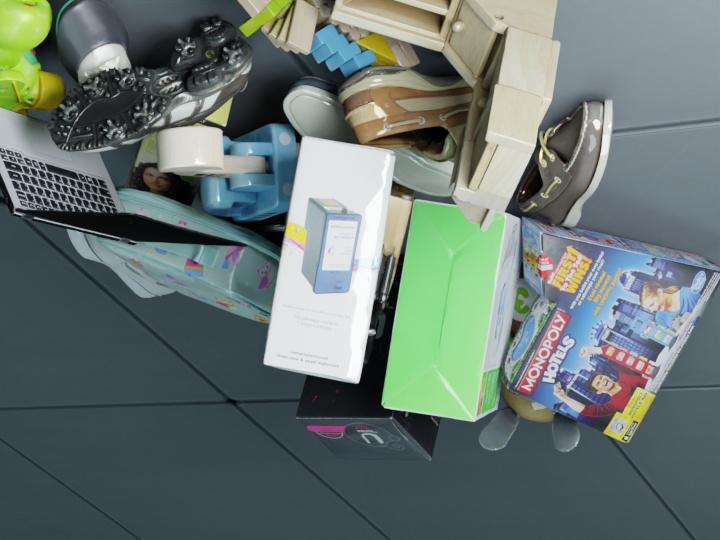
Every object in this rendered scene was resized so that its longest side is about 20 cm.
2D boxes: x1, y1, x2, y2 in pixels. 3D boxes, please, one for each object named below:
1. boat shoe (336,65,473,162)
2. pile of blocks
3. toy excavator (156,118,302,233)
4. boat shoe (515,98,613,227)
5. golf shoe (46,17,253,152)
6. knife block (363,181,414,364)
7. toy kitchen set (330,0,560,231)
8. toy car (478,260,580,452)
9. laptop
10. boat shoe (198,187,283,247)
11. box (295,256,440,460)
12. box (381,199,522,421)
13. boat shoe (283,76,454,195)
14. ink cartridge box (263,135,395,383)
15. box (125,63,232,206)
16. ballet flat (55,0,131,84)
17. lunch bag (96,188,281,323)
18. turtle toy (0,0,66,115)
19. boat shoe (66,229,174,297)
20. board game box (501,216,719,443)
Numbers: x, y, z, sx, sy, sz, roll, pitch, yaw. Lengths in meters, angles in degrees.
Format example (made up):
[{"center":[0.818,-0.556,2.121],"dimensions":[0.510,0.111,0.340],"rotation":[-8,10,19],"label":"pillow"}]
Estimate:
[{"center":[0.070,-0.130,1.539],"dimensions":[0.200,0.074,0.076],"rotation":[1,160,-30],"label":"boat shoe"},{"center":[-0.047,-0.206,1.505],"dimensions":[0.200,0.082,0.062],"rotation":[28,149,-25],"label":"pile of blocks"},{"center":[-0.118,-0.093,1.615],"dimensions":[0.200,0.100,0.194],"rotation":[-2,174,-28],"label":"toy excavator"},{"center":[0.188,-0.100,1.604],"dimensions":[0.059,0.072,0.200],"rotation":[11,158,-1],"label":"boat shoe"},{"center":[-0.186,-0.150,1.598],"dimensions":[0.200,0.078,0.095],"rotation":[-24,159,-4],"label":"golf shoe"},{"center":[0.000,0.000,1.688],"dimensions":[0.064,0.176,0.200],"rotation":[16,-169,-1],"label":"knife block"},{"center":[0.050,-0.140,1.422],"dimensions":[0.180,0.200,0.163],"rotation":[16,139,-4],"label":"toy kitchen set"},{"center":[0.186,0.096,1.822],"dimensions":[0.164,0.200,0.158],"rotation":[-3,148,29],"label":"toy car"},{"center":[-0.233,-0.089,1.609],"dimensions":[0.116,0.200,0.187],"rotation":[-34,158,20],"label":"laptop"},{"center":[-0.074,-0.048,1.821],"dimensions":[0.200,0.075,0.062],"rotation":[36,157,-20],"label":"boat shoe"},{"center":[0.025,0.095,1.895],"dimensions":[0.122,0.200,0.106],"rotation":[-3,148,29],"label":"box"},{"center":[0.093,0.038,1.698],"dimensions":[0.097,0.200,0.176],"rotation":[9,180,13],"label":"box"},{"center":[0.019,-0.135,1.606],"dimensions":[0.200,0.062,0.075],"rotation":[23,150,-24],"label":"boat shoe"},{"center":[-0.027,-0.009,1.522],"dimensions":[0.087,0.200,0.145],"rotation":[11,179,-2],"label":"ink cartridge box"},{"center":[-0.183,-0.128,1.746],"dimensions":[0.075,0.050,0.200],"rotation":[18,151,-8],"label":"box"},{"center":[-0.239,-0.182,1.646],"dimensions":[0.073,0.073,0.200],"rotation":[12,155,5],"label":"ballet flat"},{"center":[-0.156,-0.016,1.753],"dimensions":[0.200,0.077,0.160],"rotation":[19,170,27],"label":"lunch bag"},{"center":[-0.354,-0.199,1.636],"dimensions":[0.146,0.101,0.200],"rotation":[3,163,-39],"label":"turtle toy"},{"center":[-0.255,-0.031,1.945],"dimensions":[0.065,0.074,0.200],"rotation":[-6,156,25],"label":"boat shoe"},{"center":[0.223,0.040,1.712],"dimensions":[0.200,0.200,0.062],"rotation":[26,-172,-20],"label":"board game box"}]
